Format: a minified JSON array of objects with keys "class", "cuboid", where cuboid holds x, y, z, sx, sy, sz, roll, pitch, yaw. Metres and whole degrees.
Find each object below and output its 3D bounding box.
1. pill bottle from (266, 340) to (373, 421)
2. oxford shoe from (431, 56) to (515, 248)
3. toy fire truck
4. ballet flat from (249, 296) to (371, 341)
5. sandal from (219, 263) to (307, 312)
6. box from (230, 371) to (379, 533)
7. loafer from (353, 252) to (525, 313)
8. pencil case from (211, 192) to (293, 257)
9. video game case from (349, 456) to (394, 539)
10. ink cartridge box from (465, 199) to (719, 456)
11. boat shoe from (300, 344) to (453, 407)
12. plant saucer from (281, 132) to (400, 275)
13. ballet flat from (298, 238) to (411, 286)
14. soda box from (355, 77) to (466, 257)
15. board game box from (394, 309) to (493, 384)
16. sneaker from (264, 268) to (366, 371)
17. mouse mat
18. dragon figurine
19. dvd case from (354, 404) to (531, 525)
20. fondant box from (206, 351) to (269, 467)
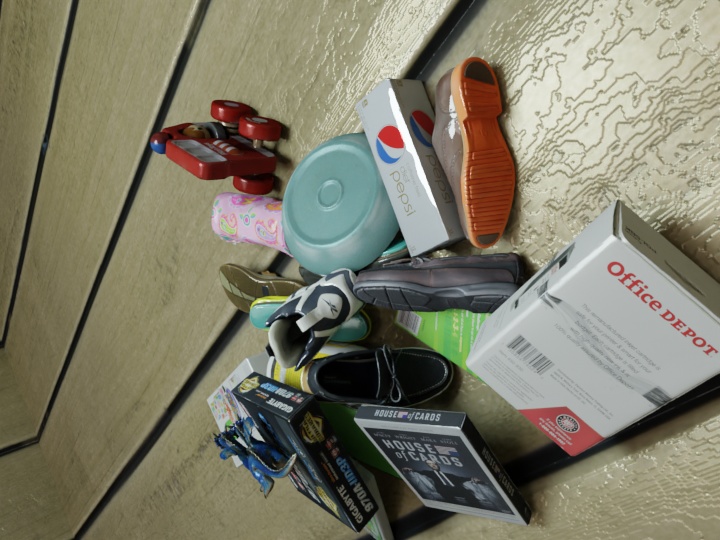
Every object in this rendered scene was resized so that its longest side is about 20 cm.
[{"class":"pill bottle","cuboid":[-0.037,0.160,0.801,0.198,0.110,0.113,3,102,44]},{"class":"oxford shoe","cuboid":[0.122,-0.126,0.619,0.073,0.070,0.204,-2,93,62]},{"class":"toy fire truck","cuboid":[-0.228,-0.193,0.860,0.199,0.167,0.114,33,121,34]},{"class":"ballet flat","cuboid":[-0.072,0.064,0.834,0.196,0.067,0.068,3,103,18]},{"class":"sandal","cuboid":[-0.157,0.031,0.934,0.197,0.054,0.082,9,112,27]},{"class":"box","cuboid":[-0.075,0.237,0.733,0.158,0.046,0.202,5,127,52]},{"class":"loafer","cuboid":[0.091,0.010,0.639,0.196,0.072,0.064,2,63,17]},{"class":"pencil case","cuboid":[-0.154,-0.075,0.873,0.198,0.087,0.089,11,108,39]},{"class":"video game case","cuboid":[-0.034,0.318,0.840,0.181,0.022,0.202,27,144,37]},{"class":"ink cartridge box","cuboid":[0.220,0.059,0.517,0.146,0.083,0.201,40,128,1]},{"class":"boat shoe","cuboid":[0.026,0.132,0.682,0.062,0.196,0.076,132,137,-70]},{"class":"plant saucer","cuboid":[-0.033,-0.095,0.725,0.197,0.036,0.204,-9,71,27]},{"class":"ballet flat","cuboid":[0.000,0.000,0.760,0.198,0.068,0.069,-6,111,40]},{"class":"soda box","cuboid":[0.067,-0.124,0.661,0.063,0.068,0.203,-26,82,45]},{"class":"board game box","cuboid":[0.130,0.070,0.677,0.199,0.030,0.097,33,122,37]},{"class":"sneaker","cuboid":[-0.087,0.078,0.709,0.198,0.129,0.080,-26,96,49]},{"class":"mouse mat","cuboid":[0.034,0.237,0.733,0.197,0.008,0.162,18,141,19]},{"class":"dragon figurine","cuboid":[-0.137,0.225,0.689,0.099,0.059,0.200,42,159,-2]},{"class":"dvd case","cuboid":[0.099,0.233,0.658,0.149,0.025,0.201,-8,129,40]},{"class":"fondant box","cuboid":[-0.199,0.259,1.021,0.200,0.058,0.146,-43,70,40]}]
